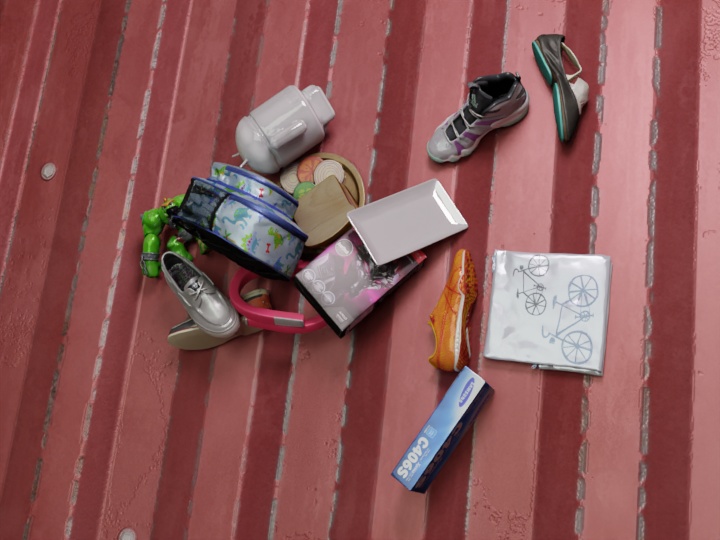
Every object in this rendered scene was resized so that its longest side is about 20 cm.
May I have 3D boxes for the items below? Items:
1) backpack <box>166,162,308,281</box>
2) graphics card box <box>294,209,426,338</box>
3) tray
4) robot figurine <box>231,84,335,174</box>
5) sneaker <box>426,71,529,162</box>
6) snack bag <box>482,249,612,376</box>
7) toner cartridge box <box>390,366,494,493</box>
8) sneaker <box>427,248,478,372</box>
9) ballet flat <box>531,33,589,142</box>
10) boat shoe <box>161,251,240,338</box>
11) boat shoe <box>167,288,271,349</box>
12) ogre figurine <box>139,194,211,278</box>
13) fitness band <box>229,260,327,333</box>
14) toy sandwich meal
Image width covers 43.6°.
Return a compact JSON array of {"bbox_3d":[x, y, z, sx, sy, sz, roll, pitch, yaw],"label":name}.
[{"bbox_3d":[-0.184,-0.083,1.498,0.198,0.182,0.149,27,88,30],"label":"backpack"},{"bbox_3d":[0.000,0.000,1.494,0.199,0.051,0.126,-39,79,-16],"label":"graphics card box"},{"bbox_3d":[0.077,-0.079,1.497,0.197,0.022,0.109,-23,71,-30],"label":"tray"},{"bbox_3d":[-0.143,-0.251,1.613,0.198,0.170,0.114,-35,107,-5],"label":"robot figurine"},{"bbox_3d":[0.185,-0.268,1.501,0.198,0.140,0.079,-35,67,6],"label":"sneaker"},{"bbox_3d":[0.296,0.064,1.436,0.195,0.021,0.193,3,76,19],"label":"snack bag"},{"bbox_3d":[0.130,0.250,1.400,0.043,0.095,0.202,34,88,22],"label":"toner cartridge box"},{"bbox_3d":[0.146,0.061,1.463,0.076,0.073,0.205,3,73,29],"label":"sneaker"},{"bbox_3d":[0.343,-0.313,1.504,0.067,0.068,0.205,-13,71,5],"label":"ballet flat"},{"bbox_3d":[-0.279,0.036,1.547,0.071,0.069,0.200,-35,57,-10],"label":"boat shoe"},{"bbox_3d":[-0.249,0.087,1.588,0.196,0.071,0.064,-17,58,10],"label":"boat shoe"},{"bbox_3d":[-0.326,-0.077,1.651,0.197,0.098,0.122,-27,85,26],"label":"ogre figurine"},{"bbox_3d":[-0.128,0.041,1.540,0.195,0.038,0.145,9,45,11],"label":"fitness band"},{"bbox_3d":[-0.080,-0.120,1.587,0.200,0.070,0.210,-5,74,17],"label":"toy sandwich meal"}]
